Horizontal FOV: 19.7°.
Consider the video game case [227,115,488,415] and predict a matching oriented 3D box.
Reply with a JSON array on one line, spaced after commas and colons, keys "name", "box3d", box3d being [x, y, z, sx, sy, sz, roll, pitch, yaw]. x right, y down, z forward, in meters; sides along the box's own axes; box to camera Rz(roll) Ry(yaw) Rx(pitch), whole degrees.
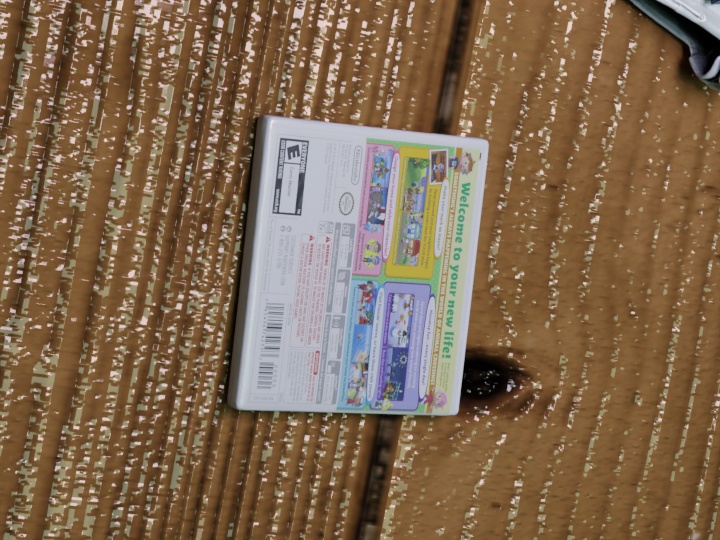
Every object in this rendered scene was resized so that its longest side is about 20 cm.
[{"name": "video game case", "box3d": [0.000, 0.000, 1.446, 0.181, 0.022, 0.202, 4, 95, -30]}]

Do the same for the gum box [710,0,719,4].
[{"name": "gum box", "box3d": [0.312, -0.306, 1.532, 0.169, 0.044, 0.201, -10, 85, -31]}]

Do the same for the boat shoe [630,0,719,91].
[{"name": "boat shoe", "box3d": [0.271, -0.173, 1.553, 0.200, 0.070, 0.072, 38, 79, -22]}]
